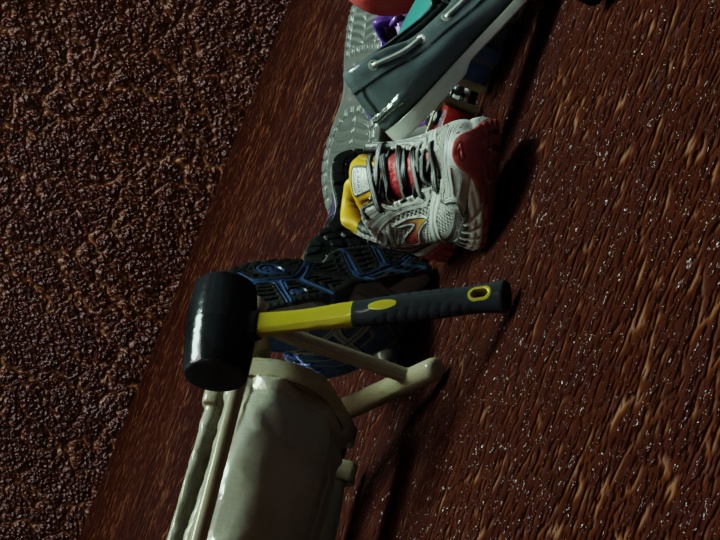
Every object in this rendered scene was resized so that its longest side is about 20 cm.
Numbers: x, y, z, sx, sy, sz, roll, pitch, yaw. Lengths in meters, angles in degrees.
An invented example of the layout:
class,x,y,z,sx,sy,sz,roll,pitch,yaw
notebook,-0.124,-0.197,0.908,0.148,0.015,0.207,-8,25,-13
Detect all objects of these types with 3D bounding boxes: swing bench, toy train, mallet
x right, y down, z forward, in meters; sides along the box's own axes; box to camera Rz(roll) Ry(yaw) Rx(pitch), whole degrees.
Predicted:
class,x,y,z,sx,sy,sz,roll,pitch,yaw
swing bench,-0.056,0.157,1.576,0.200,0.129,0.199,125,162,-58
toy train,0.059,-0.094,1.769,0.046,0.034,0.201,-148,78,-80
mallet,-0.012,0.034,1.461,0.041,0.199,0.066,53,-137,-51

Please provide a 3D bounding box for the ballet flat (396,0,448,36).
class,x,y,z,sx,sy,sz,roll,pitch,yaw
ballet flat,0.090,-0.210,1.718,0.200,0.063,0.069,-61,11,16

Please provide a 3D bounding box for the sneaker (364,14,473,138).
class,x,y,z,sx,sy,sz,roll,pitch,yaw
sneaker,0.054,-0.186,1.856,0.081,0.083,0.201,125,164,-61

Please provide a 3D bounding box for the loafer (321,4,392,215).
class,x,y,z,sx,sy,sz,roll,pitch,yaw
loafer,0.023,-0.119,2.011,0.075,0.069,0.201,11,92,56

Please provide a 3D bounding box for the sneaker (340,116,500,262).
class,x,y,z,sx,sy,sz,roll,pitch,yaw
sneaker,0.036,-0.048,1.607,0.200,0.082,0.078,136,142,-71

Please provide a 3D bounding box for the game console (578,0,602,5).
class,x,y,z,sx,sy,sz,roll,pitch,yaw
game console,0.133,-0.279,1.436,0.176,0.116,0.201,132,158,-69

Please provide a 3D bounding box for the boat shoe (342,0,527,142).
class,x,y,z,sx,sy,sz,roll,pitch,yaw
boat shoe,0.067,-0.174,1.653,0.200,0.062,0.073,-50,5,-10

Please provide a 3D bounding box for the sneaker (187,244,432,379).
class,x,y,z,sx,sy,sz,roll,pitch,yaw
sneaker,-0.030,0.035,1.665,0.076,0.200,0.077,26,112,41

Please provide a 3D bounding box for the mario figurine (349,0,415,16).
class,x,y,z,sx,sy,sz,roll,pitch,yaw
mario figurine,0.058,-0.263,1.798,0.200,0.106,0.123,-50,38,-14

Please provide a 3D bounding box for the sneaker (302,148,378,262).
class,x,y,z,sx,sy,sz,roll,pitch,yaw
sneaker,0.000,0.000,1.872,0.200,0.075,0.088,-75,-6,-55
